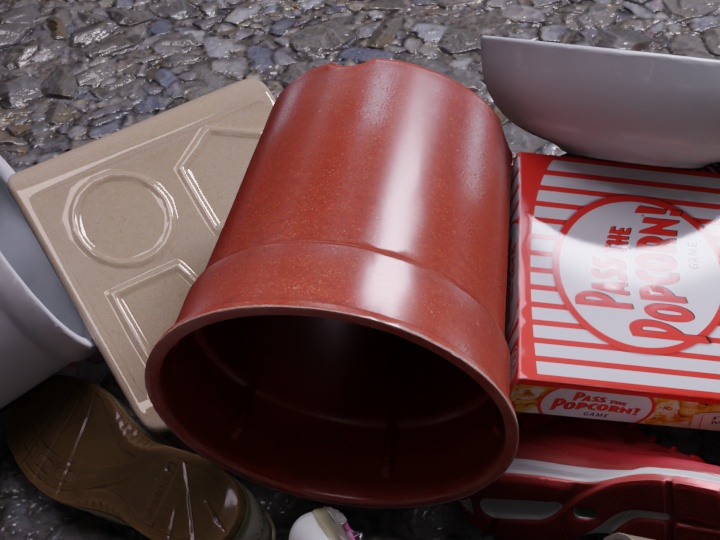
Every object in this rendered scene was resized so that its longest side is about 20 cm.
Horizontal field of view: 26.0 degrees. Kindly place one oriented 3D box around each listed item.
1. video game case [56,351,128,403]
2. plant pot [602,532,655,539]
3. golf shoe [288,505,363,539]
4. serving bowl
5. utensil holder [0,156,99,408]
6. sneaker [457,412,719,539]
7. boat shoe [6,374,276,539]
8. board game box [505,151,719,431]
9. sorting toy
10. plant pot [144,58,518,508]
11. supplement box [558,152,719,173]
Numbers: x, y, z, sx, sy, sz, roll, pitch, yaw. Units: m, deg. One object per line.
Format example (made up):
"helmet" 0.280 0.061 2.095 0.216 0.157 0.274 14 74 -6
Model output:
"video game case" -0.166 0.021 1.051 0.200 0.018 0.143 19 77 28
"plant pot" 0.210 0.220 0.709 0.200 0.187 0.187 5 40 -6
"golf shoe" -0.017 0.216 0.753 0.092 0.073 0.200 -11 75 -3
"serving bowl" 0.168 -0.099 0.944 0.200 0.066 0.200 6 8 -1
"utensil holder" -0.285 0.032 0.960 0.200 0.170 0.170 -34 43 3
"sneaker" 0.163 0.102 0.912 0.200 0.078 0.116 7 44 15
"boat shoe" -0.139 0.125 0.954 0.200 0.063 0.073 27 82 35
"board game box" 0.184 0.015 0.908 0.200 0.046 0.152 5 61 -5
"sorting toy" -0.098 -0.013 0.984 0.185 0.036 0.200 -26 70 -23
"plant pot" 0.000 0.000 0.878 0.201 0.201 0.195 3 54 13
"supplement box" 0.212 -0.039 1.040 0.200 0.110 0.086 -23 42 -17
